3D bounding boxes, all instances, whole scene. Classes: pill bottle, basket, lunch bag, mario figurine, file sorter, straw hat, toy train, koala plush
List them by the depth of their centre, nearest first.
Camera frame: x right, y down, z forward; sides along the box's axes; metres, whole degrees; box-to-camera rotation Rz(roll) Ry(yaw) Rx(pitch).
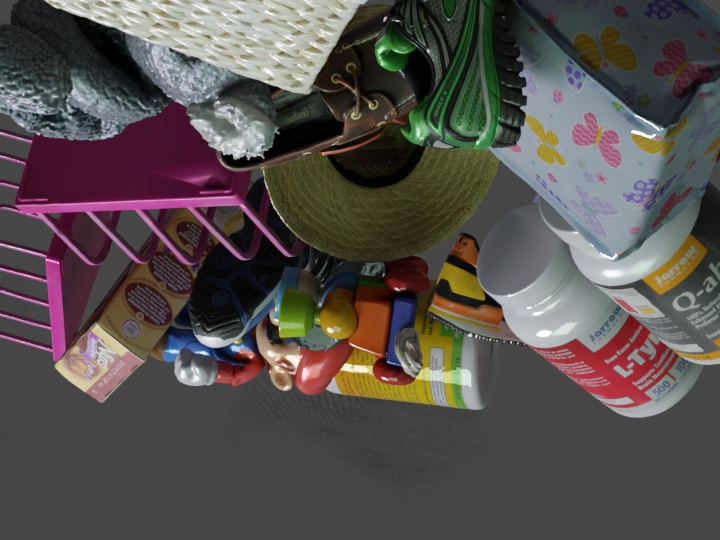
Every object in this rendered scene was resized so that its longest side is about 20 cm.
[{"bbox_3d":[-0.081,-0.242,1.245,0.198,0.200,0.161,18,154,-9],"label":"basket"},{"bbox_3d":[0.155,-0.139,1.395,0.200,0.127,0.170,42,154,20],"label":"lunch bag"},{"bbox_3d":[-0.134,-0.163,1.401,0.198,0.179,0.184,4,162,18],"label":"koala plush"},{"bbox_3d":[-0.010,0.037,1.517,0.115,0.085,0.200,7,-171,0],"label":"toy train"},{"bbox_3d":[0.007,-0.115,1.542,0.200,0.202,0.085,28,-167,-24],"label":"straw hat"},{"bbox_3d":[0.230,-0.020,1.551,0.116,0.117,0.200,-12,143,40],"label":"pill bottle"},{"bbox_3d":[-0.141,-0.086,1.608,0.198,0.140,0.125,-1,152,27],"label":"file sorter"},{"bbox_3d":[0.187,0.030,1.665,0.112,0.113,0.200,-13,143,41],"label":"pill bottle"},{"bbox_3d":[-0.096,0.042,1.771,0.199,0.125,0.106,7,180,28],"label":"mario figurine"},{"bbox_3d":[-0.297,-0.036,1.784,0.124,0.140,0.200,15,152,2],"label":"file sorter"},{"bbox_3d":[0.022,0.060,1.837,0.198,0.112,0.111,6,151,16],"label":"pill bottle"}]

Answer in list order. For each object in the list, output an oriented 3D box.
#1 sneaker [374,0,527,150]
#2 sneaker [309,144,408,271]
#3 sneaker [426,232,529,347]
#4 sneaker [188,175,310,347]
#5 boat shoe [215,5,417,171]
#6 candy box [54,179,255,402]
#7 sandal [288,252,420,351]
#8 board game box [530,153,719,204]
[{"bbox_3d":[0.049,-0.175,1.316,0.084,0.202,0.078,-7,165,-13],"label":"sneaker"},{"bbox_3d":[0.017,-0.039,1.684,0.075,0.091,0.200,24,149,-14],"label":"sneaker"},{"bbox_3d":[0.148,0.015,1.744,0.199,0.091,0.070,7,-168,-39],"label":"sneaker"},{"bbox_3d":[-0.080,0.003,1.677,0.075,0.200,0.078,11,130,19],"label":"sneaker"},{"bbox_3d":[-0.012,-0.121,1.415,0.199,0.070,0.071,-28,103,24],"label":"boat shoe"},{"bbox_3d":[-0.170,0.007,1.731,0.056,0.201,0.117,37,147,-9],"label":"candy box"},{"bbox_3d":[0.001,0.001,1.640,0.075,0.048,0.201,22,127,-15],"label":"sandal"},{"bbox_3d":[0.203,-0.064,1.626,0.102,0.020,0.200,18,152,-5],"label":"board game box"}]
